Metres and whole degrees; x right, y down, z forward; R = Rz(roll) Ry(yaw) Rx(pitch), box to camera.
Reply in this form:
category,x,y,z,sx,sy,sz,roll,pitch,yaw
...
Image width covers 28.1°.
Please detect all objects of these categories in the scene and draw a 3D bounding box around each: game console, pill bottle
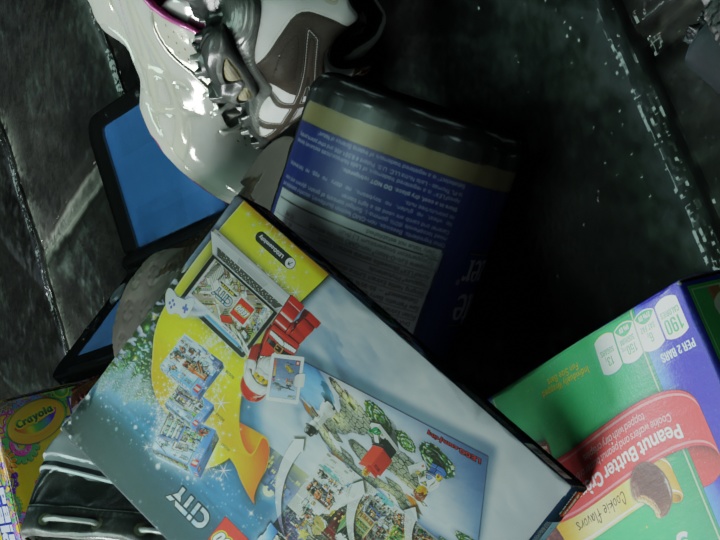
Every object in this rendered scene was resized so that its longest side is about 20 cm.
category,x,y,z,sx,sy,sz,roll,pitch,yaw
game console,-0.160,-0.029,0.985,0.116,0.177,0.199,44,151,-17
pill bottle,-0.002,0.012,0.717,0.112,0.111,0.202,29,104,49

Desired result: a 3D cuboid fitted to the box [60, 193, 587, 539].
category,x,y,z,sx,sy,sz,roll,pitch,yaw
box,-0.021,0.082,0.630,0.200,0.038,0.137,41,97,21

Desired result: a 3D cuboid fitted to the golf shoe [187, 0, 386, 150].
category,x,y,z,sx,sy,sz,roll,pitch,yaw
golf shoe,-0.028,-0.114,0.775,0.200,0.093,0.079,8,-109,-84

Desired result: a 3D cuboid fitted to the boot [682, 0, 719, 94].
category,x,y,z,sx,sy,sz,roll,pitch,yaw
boot,0.198,-0.086,0.470,0.169,0.076,0.201,58,147,23

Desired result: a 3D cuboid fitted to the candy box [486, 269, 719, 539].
category,x,y,z,sx,sy,sz,roll,pitch,yaw
candy box,0.144,0.122,0.612,0.169,0.076,0.202,-41,67,52

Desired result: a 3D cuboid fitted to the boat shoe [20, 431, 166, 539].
category,x,y,z,sx,sy,sz,roll,pitch,yaw
boat shoe,-0.085,0.143,0.753,0.198,0.072,0.072,11,154,21

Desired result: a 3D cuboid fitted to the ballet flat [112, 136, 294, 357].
category,x,y,z,sx,sy,sz,roll,pitch,yaw
ballet flat,-0.078,-0.004,0.833,0.200,0.046,0.068,-44,54,30

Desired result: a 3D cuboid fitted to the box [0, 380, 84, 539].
category,x,y,z,sx,sy,sz,roll,pitch,yaw
box,-0.175,0.137,0.980,0.192,0.198,0.123,-21,82,57

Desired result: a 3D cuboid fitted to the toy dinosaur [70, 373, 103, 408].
category,x,y,z,sx,sy,sz,roll,pitch,yaw
toy dinosaur,-0.051,0.135,0.850,0.198,0.105,0.183,4,116,17

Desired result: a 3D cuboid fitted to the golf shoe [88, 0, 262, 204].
category,x,y,z,sx,sy,sz,roll,pitch,yaw
golf shoe,-0.097,-0.125,0.861,0.091,0.075,0.201,-4,121,59
